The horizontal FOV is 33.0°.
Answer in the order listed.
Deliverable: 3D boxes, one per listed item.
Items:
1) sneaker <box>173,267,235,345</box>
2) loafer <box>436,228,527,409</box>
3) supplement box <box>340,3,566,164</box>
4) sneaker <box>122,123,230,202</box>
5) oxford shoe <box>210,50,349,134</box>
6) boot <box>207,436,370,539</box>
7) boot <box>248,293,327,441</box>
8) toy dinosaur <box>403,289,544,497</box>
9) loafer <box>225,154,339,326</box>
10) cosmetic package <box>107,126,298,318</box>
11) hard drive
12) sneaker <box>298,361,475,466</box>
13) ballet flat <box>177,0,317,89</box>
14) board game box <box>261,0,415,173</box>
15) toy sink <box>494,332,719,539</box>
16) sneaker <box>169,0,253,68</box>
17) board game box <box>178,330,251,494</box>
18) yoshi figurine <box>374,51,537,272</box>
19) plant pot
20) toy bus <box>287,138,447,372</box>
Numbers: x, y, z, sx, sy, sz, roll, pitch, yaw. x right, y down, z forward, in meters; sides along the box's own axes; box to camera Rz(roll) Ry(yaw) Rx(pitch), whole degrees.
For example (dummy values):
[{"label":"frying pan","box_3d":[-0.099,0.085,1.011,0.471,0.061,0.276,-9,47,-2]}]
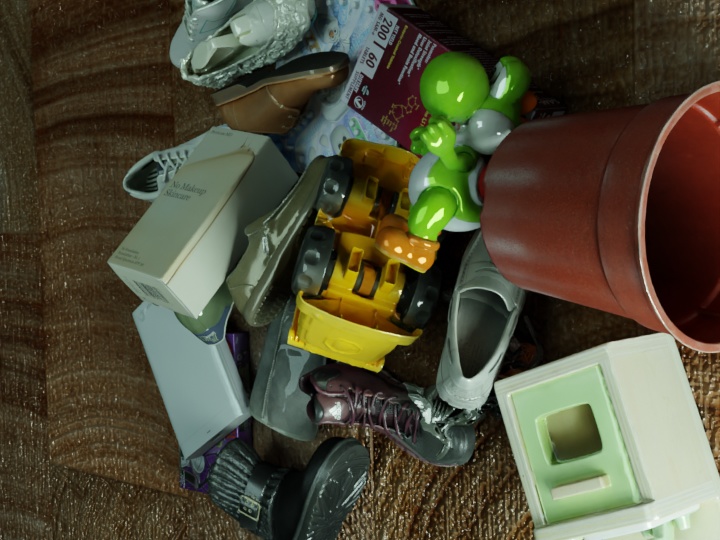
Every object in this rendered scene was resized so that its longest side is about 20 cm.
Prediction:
[{"label":"sneaker","box_3d":[-0.177,0.004,1.409,0.067,0.090,0.201,-19,35,17]},{"label":"loafer","box_3d":[0.117,0.027,1.097,0.070,0.069,0.201,100,-176,-64]},{"label":"supplement box","box_3d":[0.084,-0.159,1.155,0.200,0.061,0.109,38,119,26]},{"label":"sneaker","box_3d":[-0.209,-0.121,1.455,0.199,0.070,0.074,-24,77,41]},{"label":"oxford shoe","box_3d":[-0.075,-0.185,1.297,0.199,0.071,0.072,-9,109,48]},{"label":"boot","box_3d":[-0.087,0.228,1.341,0.158,0.079,0.212,41,125,26]},{"label":"boot","box_3d":[-0.093,0.068,1.370,0.181,0.072,0.202,32,122,40]},{"label":"toy dinosaur","box_3d":[0.116,0.112,1.135,0.135,0.102,0.201,-23,58,1]},{"label":"loafer","box_3d":[-0.081,-0.039,1.269,0.067,0.076,0.201,33,95,21]},{"label":"cosmetic package","box_3d":[-0.169,-0.055,1.318,0.103,0.073,0.201,13,61,41]},{"label":"hard drive","box_3d":[-0.205,0.110,1.468,0.132,0.026,0.201,-40,66,39]},{"label":"sneaker","box_3d":[0.013,0.150,1.230,0.199,0.115,0.076,23,110,41]},{"label":"ballet flat","box_3d":[-0.130,-0.251,1.335,0.199,0.071,0.072,-26,75,42]},{"label":"board game box","box_3d":[-0.032,-0.198,1.306,0.199,0.026,0.202,17,105,43]},{"label":"toy sink","box_3d":[0.215,0.169,1.035,0.130,0.111,0.202,-24,77,43]},{"label":"sneaker","box_3d":[-0.175,-0.302,1.402,0.200,0.080,0.071,-38,70,41]},{"label":"board game box","box_3d":[-0.180,0.173,1.485,0.119,0.032,0.202,0,93,40]},{"label":"yoshi figurine","box_3d":[0.068,-0.108,1.068,0.112,0.112,0.201,41,108,36]},{"label":"plant pot","box_3d":[0.212,-0.049,0.976,0.195,0.199,0.203,9,100,52]},{"label":"toy bus","box_3d":[0.000,0.000,1.219,0.192,0.135,0.201,118,167,-61]}]
